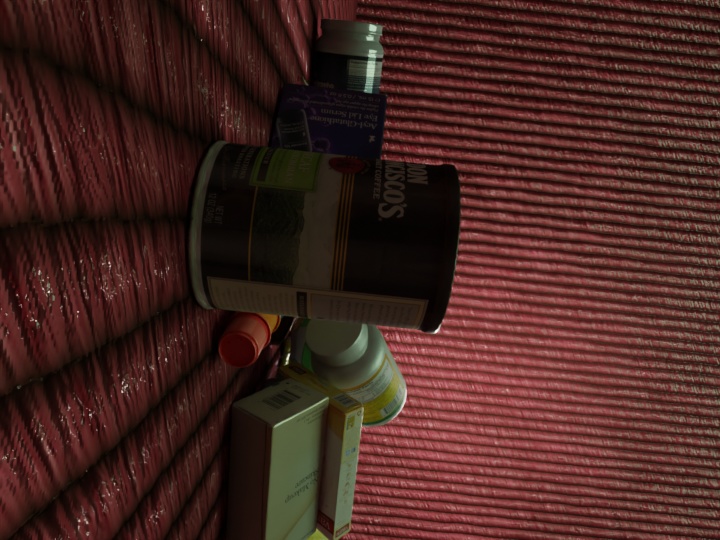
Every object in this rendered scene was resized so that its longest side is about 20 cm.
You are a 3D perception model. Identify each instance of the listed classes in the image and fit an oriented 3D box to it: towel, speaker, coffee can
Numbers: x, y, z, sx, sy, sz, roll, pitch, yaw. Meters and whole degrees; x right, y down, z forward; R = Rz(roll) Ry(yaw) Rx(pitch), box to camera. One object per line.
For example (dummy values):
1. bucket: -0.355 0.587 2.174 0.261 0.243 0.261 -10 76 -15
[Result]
1. towel: -0.154 0.245 1.033 0.144 0.023 0.201 100 -4 -65
2. speaker: -0.080 0.180 0.827 0.088 0.088 0.201 100 -4 -78
3. coffee can: -0.027 -0.028 0.440 0.146 0.199 0.147 -174 -90 -89

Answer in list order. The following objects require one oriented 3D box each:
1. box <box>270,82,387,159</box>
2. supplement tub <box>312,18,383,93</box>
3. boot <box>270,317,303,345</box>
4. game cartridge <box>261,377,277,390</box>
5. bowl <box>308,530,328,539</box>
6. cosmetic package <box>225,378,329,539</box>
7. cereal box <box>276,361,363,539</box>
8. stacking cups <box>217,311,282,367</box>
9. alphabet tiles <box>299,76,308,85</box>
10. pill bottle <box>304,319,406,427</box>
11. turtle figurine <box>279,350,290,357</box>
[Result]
1. box: -0.046 -0.139 0.690 0.104 0.147 0.201 98 -2 -65
2. supplement tub: -0.027 -0.398 1.037 0.140 0.140 0.201 -86 -178 -66
3. boot: -0.101 0.002 0.752 0.155 0.073 0.201 -75 169 -76
4. game cartridge: -0.148 0.274 0.777 0.200 0.040 0.134 -85 -175 -49
5. bowl: -0.095 0.419 0.830 0.201 0.107 0.200 -61 -173 13
6. cosmetic package: -0.104 0.250 0.629 0.103 0.073 0.201 -15 114 -52
7. cereal box: -0.065 0.246 0.697 0.039 0.144 0.201 -10 112 -44
8. stacking cups: -0.108 0.046 0.569 0.200 0.060 0.061 -83 180 -67
9. alphabet tiles: -0.048 -0.243 0.898 0.196 0.015 0.200 62 7 -3
10. pill bottle: -0.007 0.141 0.748 0.200 0.112 0.113 64 24 -46
11. turtle figurine: -0.069 0.151 0.958 0.200 0.101 0.150 -51 -168 -11
